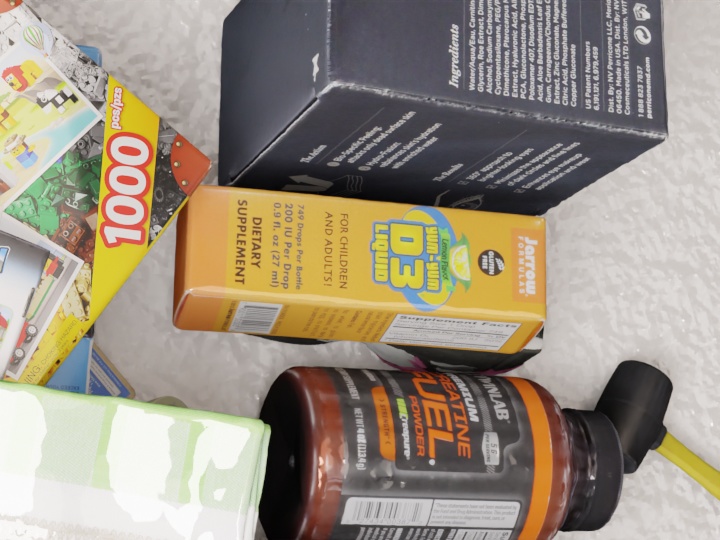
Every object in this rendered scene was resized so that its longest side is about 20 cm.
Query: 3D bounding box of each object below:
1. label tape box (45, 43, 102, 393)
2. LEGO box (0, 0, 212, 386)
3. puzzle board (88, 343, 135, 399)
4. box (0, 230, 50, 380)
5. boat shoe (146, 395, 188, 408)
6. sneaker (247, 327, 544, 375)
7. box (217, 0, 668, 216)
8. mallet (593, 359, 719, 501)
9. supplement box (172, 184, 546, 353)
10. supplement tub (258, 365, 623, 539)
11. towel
[{"bbox_3d":[-0.215,-0.023,0.972,0.142,0.066,0.201,5,79,-22],"label":"label tape box"},{"bbox_3d":[-0.193,-0.018,0.901,0.149,0.077,0.200,39,68,-11],"label":"LEGO box"},{"bbox_3d":[-0.239,0.041,0.989,0.151,0.017,0.200,-43,96,-27],"label":"puzzle board"},{"bbox_3d":[-0.250,0.006,0.812,0.199,0.035,0.111,24,72,-16],"label":"box"},{"bbox_3d":[-0.153,0.115,0.905,0.199,0.066,0.075,-40,112,-60],"label":"boat shoe"},{"bbox_3d":[0.020,0.004,1.070,0.199,0.080,0.087,15,70,-20],"label":"sneaker"},{"bbox_3d":[0.041,-0.111,1.041,0.199,0.197,0.118,6,74,-21],"label":"box"},{"bbox_3d":[0.219,0.142,1.143,0.200,0.041,0.066,44,64,-12],"label":"mallet"},{"bbox_3d":[0.000,0.000,0.998,0.199,0.069,0.067,5,69,-13],"label":"supplement box"},{"bbox_3d":[0.046,0.110,1.040,0.199,0.107,0.108,4,76,-22],"label":"supplement tub"},{"bbox_3d":[-0.122,0.154,0.799,0.148,0.031,0.201,10,84,-13],"label":"towel"}]
